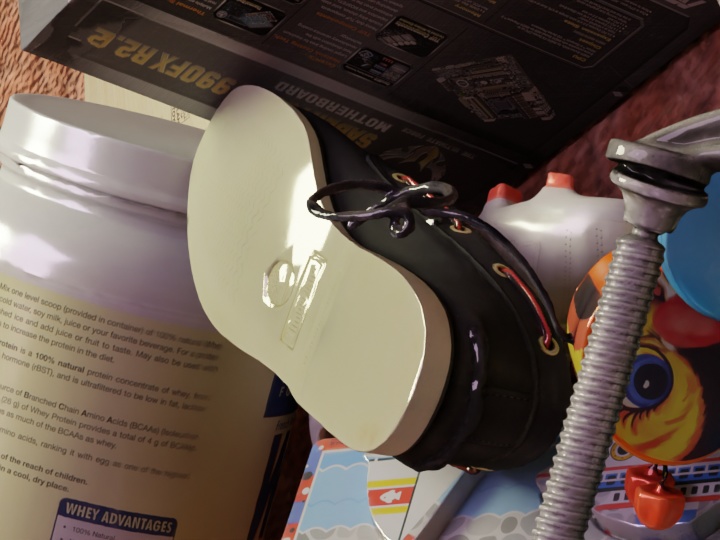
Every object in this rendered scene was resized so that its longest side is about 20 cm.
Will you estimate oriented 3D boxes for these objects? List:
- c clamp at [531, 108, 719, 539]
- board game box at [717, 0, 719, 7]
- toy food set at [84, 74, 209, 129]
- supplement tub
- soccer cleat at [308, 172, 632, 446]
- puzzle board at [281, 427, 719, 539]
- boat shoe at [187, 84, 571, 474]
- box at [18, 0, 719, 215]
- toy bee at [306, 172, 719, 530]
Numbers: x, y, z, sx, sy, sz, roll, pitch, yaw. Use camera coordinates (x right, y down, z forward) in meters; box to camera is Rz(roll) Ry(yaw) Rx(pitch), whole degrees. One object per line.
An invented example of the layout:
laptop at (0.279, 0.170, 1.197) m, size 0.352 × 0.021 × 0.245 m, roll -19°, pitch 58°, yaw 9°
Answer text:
c clamp at (0.076, 0.045, 0.635) m, size 0.171 × 0.027 × 0.200 m, roll 22°, pitch 93°, yaw 30°
board game box at (0.181, -0.057, 0.576) m, size 0.097 × 0.200 × 0.160 m, roll -49°, pitch 34°, yaw 29°
toy food set at (-0.052, -0.060, 1.099) m, size 0.143 × 0.060 × 0.200 m, roll -33°, pitch 52°, yaw 41°
supplement tub at (-0.096, 0.045, 0.970) m, size 0.145 × 0.145 × 0.200 m, roll 28°, pitch 105°, yaw 59°
soccer cleat at (0.044, 0.025, 0.877) m, size 0.200 × 0.069 × 0.078 m, roll -28°, pitch 53°, yaw 56°
puzzle board at (0.052, 0.098, 0.746) m, size 0.200 × 0.017 × 0.151 m, roll -8°, pitch 46°, yaw 29°
boat shoe at (-0.001, 0.002, 0.827) m, size 0.201 × 0.063 × 0.074 m, roll 47°, pitch 118°, yaw 53°
box at (0.008, -0.102, 0.879) m, size 0.158 × 0.200 × 0.048 m, roll -39°, pitch 44°, yaw 40°
toy bee at (0.100, 0.013, 0.727) m, size 0.200 × 0.131 × 0.109 m, roll -4°, pitch 104°, yaw 20°
